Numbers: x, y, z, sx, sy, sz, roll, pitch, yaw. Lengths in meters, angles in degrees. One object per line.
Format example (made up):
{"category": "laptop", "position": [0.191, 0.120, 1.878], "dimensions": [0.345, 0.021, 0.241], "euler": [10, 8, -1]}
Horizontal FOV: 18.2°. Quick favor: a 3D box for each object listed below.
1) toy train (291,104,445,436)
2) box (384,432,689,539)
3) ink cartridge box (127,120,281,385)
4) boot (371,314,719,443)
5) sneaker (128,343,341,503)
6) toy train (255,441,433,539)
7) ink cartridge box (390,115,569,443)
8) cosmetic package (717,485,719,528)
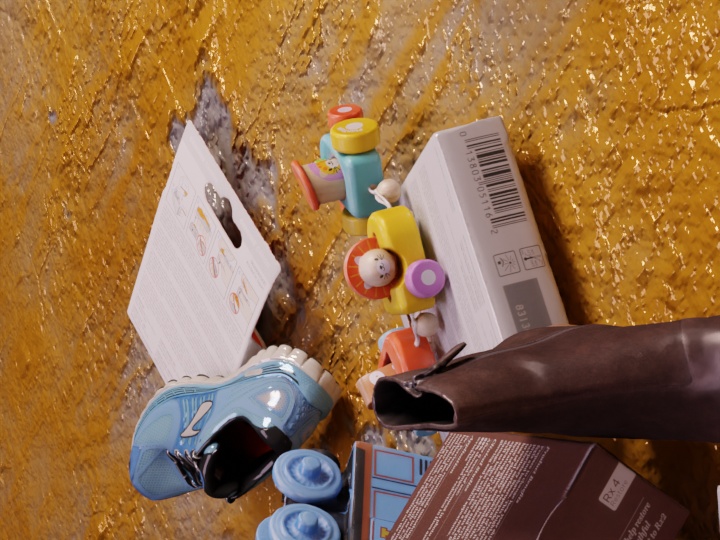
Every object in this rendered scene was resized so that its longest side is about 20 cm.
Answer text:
{"category": "toy train", "position": [0.000, 0.000, 1.391], "dimensions": [0.150, 0.055, 0.201], "euler": [105, 147, -61]}
{"category": "box", "position": [0.089, 0.148, 1.240], "dimensions": [0.100, 0.075, 0.200], "euler": [-58, 14, -11]}
{"category": "ink cartridge box", "position": [-0.102, 0.013, 1.645], "dimensions": [0.162, 0.050, 0.200], "euler": [57, 139, 35]}
{"category": "boot", "position": [0.119, 0.065, 1.138], "dimensions": [0.200, 0.166, 0.073], "euler": [2, 100, 60]}
{"category": "sneaker", "position": [-0.104, 0.120, 1.568], "dimensions": [0.078, 0.090, 0.200], "euler": [43, 136, -16]}
{"category": "toy train", "position": [-0.007, 0.189, 1.394], "dimensions": [0.200, 0.114, 0.087], "euler": [-87, 10, -52]}
{"category": "ink cartridge box", "position": [0.068, 0.017, 1.360], "dimensions": [0.200, 0.047, 0.161], "euler": [119, 134, -71]}
{"category": "cosmetic package", "position": [0.242, 0.208, 1.083], "dimensions": [0.151, 0.051, 0.201], "euler": [10, 107, 57]}
